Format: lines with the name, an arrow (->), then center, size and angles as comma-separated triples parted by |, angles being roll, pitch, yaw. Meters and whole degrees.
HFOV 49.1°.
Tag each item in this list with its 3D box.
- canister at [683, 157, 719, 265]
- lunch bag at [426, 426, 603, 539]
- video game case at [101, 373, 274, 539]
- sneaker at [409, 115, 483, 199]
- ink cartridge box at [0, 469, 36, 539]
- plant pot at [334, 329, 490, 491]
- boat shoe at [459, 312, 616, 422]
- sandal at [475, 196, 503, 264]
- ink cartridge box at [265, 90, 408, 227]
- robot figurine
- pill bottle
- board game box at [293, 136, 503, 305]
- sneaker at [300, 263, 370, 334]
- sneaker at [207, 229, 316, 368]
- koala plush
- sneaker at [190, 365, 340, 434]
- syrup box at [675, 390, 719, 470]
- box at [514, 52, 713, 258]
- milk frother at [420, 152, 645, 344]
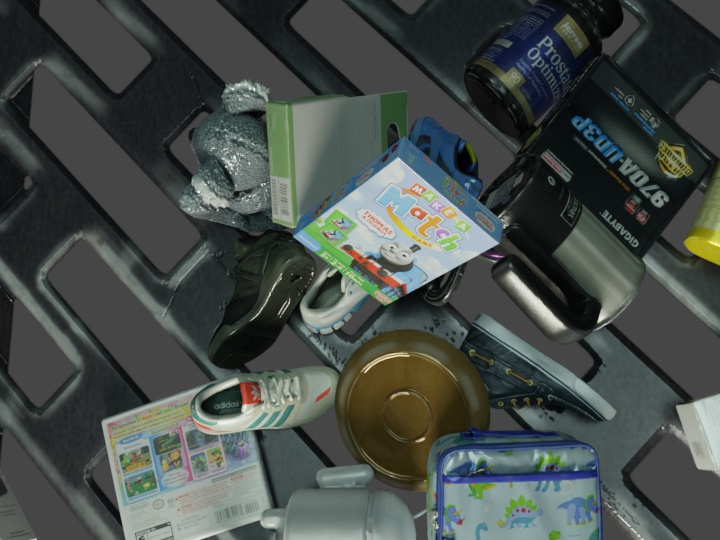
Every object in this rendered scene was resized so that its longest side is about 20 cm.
canister -> 0.495, -0.097, 0.950 | 0.146, 0.087, 0.203 | 25, 85, 13
lunch bag -> 0.173, 0.263, 0.898 | 0.195, 0.082, 0.165 | 1, 91, -7
video game case -> -0.224, 0.252, 1.019 | 0.196, 0.024, 0.186 | -19, 76, 5
sneaker -> 0.113, -0.143, 0.982 | 0.079, 0.065, 0.202 | -49, 31, 30
ink cartridge box -> -0.539, 0.308, 1.022 | 0.144, 0.084, 0.201 | -36, 76, -1
plant pot -> 0.058, 0.174, 0.955 | 0.196, 0.027, 0.205 | 2, 97, 16
boat shoe -> 0.204, 0.143, 0.958 | 0.199, 0.071, 0.092 | 34, 92, 17
sandal -> 0.146, -0.063, 1.012 | 0.199, 0.050, 0.084 | 19, 84, 10
ink cartridge box -> -0.024, -0.146, 0.988 | 0.047, 0.198, 0.149 | 16, 115, 44
robot figurine -> -0.019, 0.316, 0.928 | 0.195, 0.113, 0.173 | -2, 70, 8
pill bottle -> 0.236, -0.278, 1.011 | 0.200, 0.112, 0.112 | -44, 76, -1
board game box -> 0.038, -0.046, 0.884 | 0.150, 0.199, 0.037 | 36, 49, -20
sneaker -> 0.000, 0.000, 1.004 | 0.075, 0.087, 0.200 | 43, 86, 15
sneaker -> -0.140, 0.030, 1.030 | 0.201, 0.075, 0.115 | -55, 41, 18
koala plush -> -0.146, -0.143, 0.995 | 0.181, 0.200, 0.180 | 23, 82, 12
sneaker -> -0.115, 0.159, 0.971 | 0.195, 0.094, 0.072 | -9, 75, -8
syrup box -> 0.477, 0.161, 0.903 | 0.196, 0.079, 0.083 | -17, 76, 4
box -> 0.312, -0.137, 0.969 | 0.199, 0.046, 0.160 | 41, 86, -9
milk frother -> 0.195, 0.000, 0.949 | 0.188, 0.199, 0.182 | 42, 63, -11
